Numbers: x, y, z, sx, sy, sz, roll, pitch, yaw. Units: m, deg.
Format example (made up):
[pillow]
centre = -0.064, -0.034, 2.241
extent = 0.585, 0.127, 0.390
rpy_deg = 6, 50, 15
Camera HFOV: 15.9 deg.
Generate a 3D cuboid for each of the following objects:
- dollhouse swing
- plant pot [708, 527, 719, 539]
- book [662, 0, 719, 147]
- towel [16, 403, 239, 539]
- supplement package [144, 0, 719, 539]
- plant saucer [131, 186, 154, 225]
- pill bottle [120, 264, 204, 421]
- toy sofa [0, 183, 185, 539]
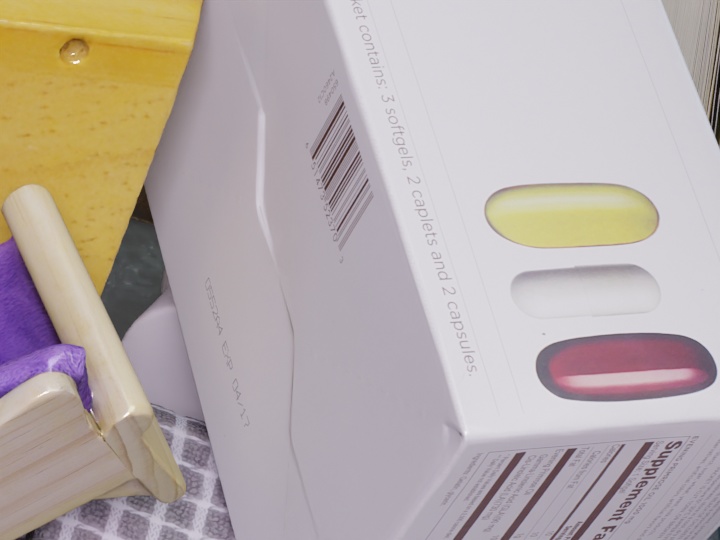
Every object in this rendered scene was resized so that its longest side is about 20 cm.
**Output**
[dollhouse swing]
centre = -0.149, -0.049, 0.828
extent = 0.181, 0.200, 0.176
rpy_deg = 4, 40, -27
[plant pot]
centre = 0.218, 0.085, 0.924
extent = 0.187, 0.200, 0.200
rpy_deg = 11, 45, -3
[book]
centre = 0.160, -0.141, 1.026
extent = 0.048, 0.201, 0.134
rpy_deg = 20, 33, 26
[towel]
centre = -0.041, 0.144, 0.777
extent = 0.165, 0.086, 0.200
rpy_deg = 21, 49, -10
[supplement package]
centre = 0.025, -0.001, 0.758
extent = 0.111, 0.156, 0.200
rpy_deg = -2, 58, -25
[plant saucer]
centre = -0.076, -0.100, 1.038
extent = 0.200, 0.032, 0.201
rpy_deg = 16, 44, -16
[pill bottle]
centre = 0.000, 0.000, 0.926
extent = 0.112, 0.113, 0.200
rpy_deg = 37, 42, 7
[toy sofa]
centre = -0.158, 0.057, 0.721
extent = 0.200, 0.098, 0.083
rpy_deg = -28, 62, 0
